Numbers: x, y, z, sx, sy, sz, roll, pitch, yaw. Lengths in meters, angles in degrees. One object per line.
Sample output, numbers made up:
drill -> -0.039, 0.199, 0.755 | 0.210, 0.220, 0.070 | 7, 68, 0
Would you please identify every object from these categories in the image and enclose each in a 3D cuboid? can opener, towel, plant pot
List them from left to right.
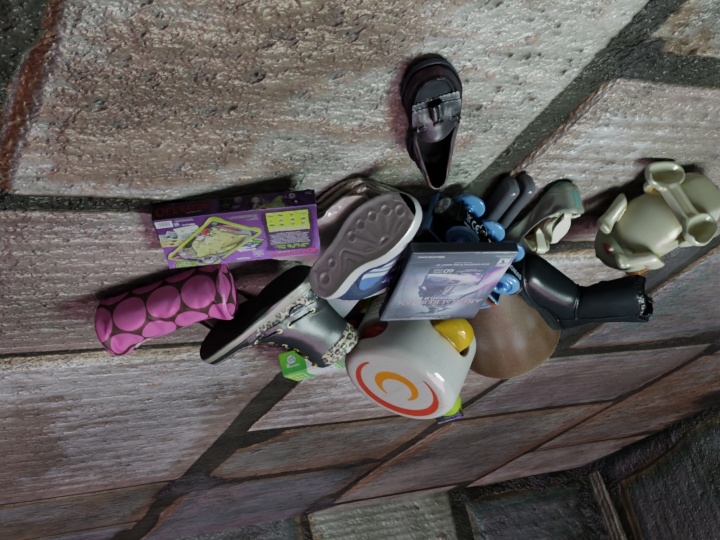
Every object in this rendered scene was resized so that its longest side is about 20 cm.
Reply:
towel -> -0.032, -0.058, 1.281 | 0.200, 0.035, 0.132 | -32, 152, 34
plant pot -> 0.220, 0.048, 1.533 | 0.186, 0.188, 0.200 | -18, 144, 7
can opener -> 0.201, -0.063, 1.377 | 0.053, 0.067, 0.200 | -8, 157, -19

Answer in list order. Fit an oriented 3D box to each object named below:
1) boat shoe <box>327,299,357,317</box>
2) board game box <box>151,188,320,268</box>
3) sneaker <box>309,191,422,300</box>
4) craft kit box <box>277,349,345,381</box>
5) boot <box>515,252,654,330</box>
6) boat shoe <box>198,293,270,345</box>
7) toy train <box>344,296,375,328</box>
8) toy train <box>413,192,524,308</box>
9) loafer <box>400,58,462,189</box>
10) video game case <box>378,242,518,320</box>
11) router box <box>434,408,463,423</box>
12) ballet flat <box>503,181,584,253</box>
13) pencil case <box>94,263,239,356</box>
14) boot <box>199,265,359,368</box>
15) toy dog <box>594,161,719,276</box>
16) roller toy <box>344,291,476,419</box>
boat shoe -> 0.000, 0.000, 1.390 | 0.072, 0.066, 0.200 | 30, 124, -19
board game box -> -0.152, -0.050, 1.187 | 0.199, 0.032, 0.120 | -6, 147, -3
sneaker -> 0.034, -0.033, 1.261 | 0.200, 0.081, 0.146 | -43, 159, 29
craft kit box -> -0.037, 0.149, 1.688 | 0.196, 0.049, 0.200 | -18, 171, 0
boot -> 0.345, 0.025, 1.439 | 0.167, 0.077, 0.200 | -10, 145, 31
boat shoe -> -0.184, 0.076, 1.450 | 0.062, 0.072, 0.199 | -18, 157, 40
toy train -> -0.011, 0.053, 1.512 | 0.200, 0.085, 0.115 | -39, 165, 30
toy train -> 0.148, -0.025, 1.330 | 0.114, 0.087, 0.200 | -17, 133, 38
loafer -> 0.088, -0.163, 1.080 | 0.071, 0.063, 0.200 | -15, 157, -3
video game case -> 0.113, 0.018, 1.271 | 0.142, 0.019, 0.200 | -1, 152, -12
router box -> 0.124, 0.152, 1.646 | 0.052, 0.201, 0.157 | -17, 158, 5
ballet flat -> 0.272, -0.060, 1.433 | 0.067, 0.064, 0.200 | -5, 155, -23
pencil case -> -0.267, 0.056, 1.328 | 0.199, 0.091, 0.094 | -17, 122, 9
boot -> -0.115, 0.102, 1.372 | 0.203, 0.074, 0.154 | -37, 124, 9
toy dog -> 0.443, -0.073, 1.460 | 0.194, 0.140, 0.200 | -31, 172, -41
roller toy -> 0.079, 0.123, 1.452 | 0.181, 0.140, 0.201 | 17, 145, 16
